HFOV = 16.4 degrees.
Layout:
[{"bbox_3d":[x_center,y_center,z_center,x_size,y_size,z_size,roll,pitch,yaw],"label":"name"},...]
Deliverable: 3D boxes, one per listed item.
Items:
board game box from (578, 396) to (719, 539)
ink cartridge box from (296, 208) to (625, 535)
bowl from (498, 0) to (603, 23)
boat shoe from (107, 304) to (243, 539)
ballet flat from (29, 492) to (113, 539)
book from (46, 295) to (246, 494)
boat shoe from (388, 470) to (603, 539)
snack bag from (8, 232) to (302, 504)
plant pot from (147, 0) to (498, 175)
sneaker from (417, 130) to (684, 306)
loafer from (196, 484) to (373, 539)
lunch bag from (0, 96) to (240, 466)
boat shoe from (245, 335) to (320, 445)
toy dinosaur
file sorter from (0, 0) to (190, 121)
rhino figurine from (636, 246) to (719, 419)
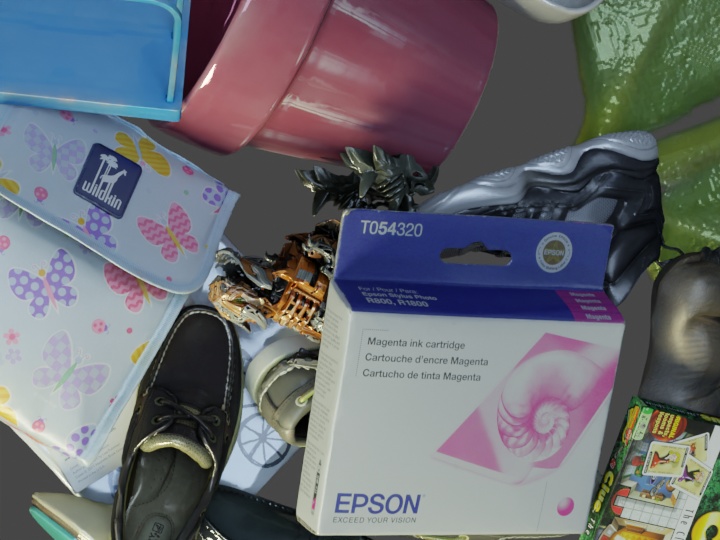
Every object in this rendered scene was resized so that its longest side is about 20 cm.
[{"bbox_3d":[0.192,0.187,1.653,0.105,0.023,0.200,13,103,-26],"label":"board game box"},{"bbox_3d":[0.067,0.067,1.559,0.196,0.043,0.201,2,105,-26],"label":"ink cartridge box"},{"bbox_3d":[0.107,-0.271,1.658,0.200,0.075,0.200,38,68,-3],"label":"bowl"},{"bbox_3d":[-0.114,0.114,1.586,0.073,0.065,0.201,13,75,-7],"label":"boat shoe"},{"bbox_3d":[-0.129,0.202,1.637,0.069,0.069,0.200,-43,97,-4],"label":"ballet flat"},{"bbox_3d":[-0.182,0.026,1.637,0.133,0.048,0.200,-31,93,-6],"label":"book"},{"bbox_3d":[0.063,0.146,1.666,0.201,0.060,0.072,8,56,-5],"label":"boat shoe"},{"bbox_3d":[-0.126,0.074,1.673,0.200,0.021,0.189,-44,92,-4],"label":"snack bag"},{"bbox_3d":[-0.018,-0.150,1.614,0.179,0.200,0.200,24,86,-18],"label":"plant pot"},{"bbox_3d":[0.118,-0.015,1.666,0.200,0.075,0.114,-19,87,-7],"label":"sneaker"},{"bbox_3d":[-0.022,0.190,1.640,0.200,0.070,0.068,28,45,-11],"label":"loafer"},{"bbox_3d":[-0.192,-0.007,1.554,0.169,0.127,0.200,34,80,-12],"label":"lunch bag"},{"bbox_3d":[0.028,0.070,1.627,0.201,0.072,0.060,-10,45,-22],"label":"boat shoe"},{"bbox_3d":[0.000,0.000,1.580,0.200,0.102,0.136,12,75,-45],"label":"toy dinosaur"},{"bbox_3d":[-0.166,-0.213,1.518,0.138,0.123,0.200,6,61,-6],"label":"file sorter"},{"bbox_3d":[0.222,0.077,1.671,0.087,0.060,0.201,-2,109,-30],"label":"rhino figurine"}]
